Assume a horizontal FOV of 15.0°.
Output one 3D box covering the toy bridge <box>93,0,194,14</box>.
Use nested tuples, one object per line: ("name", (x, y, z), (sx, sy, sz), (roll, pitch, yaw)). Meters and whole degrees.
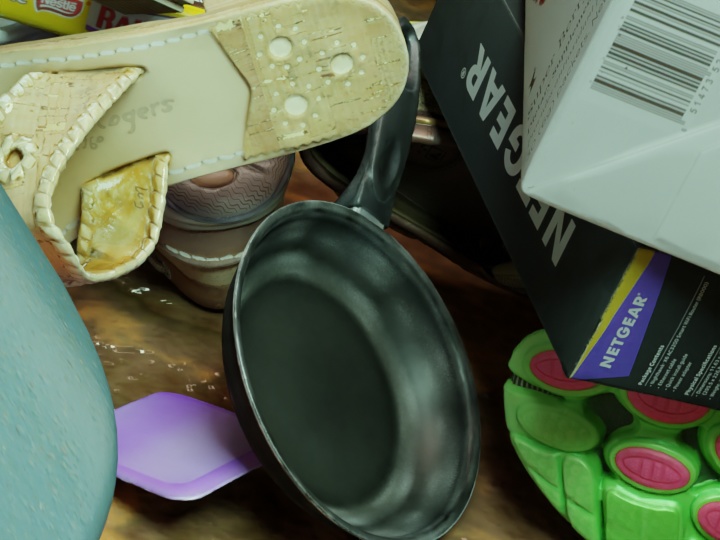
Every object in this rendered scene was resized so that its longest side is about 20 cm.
("toy bridge", (-0.117, -0.118, 0.807), (0.200, 0.027, 0.067), (20, -10, -41))

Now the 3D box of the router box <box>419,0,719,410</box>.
("router box", (0.118, -0.027, 0.897), (0.157, 0.052, 0.200), (12, 30, -23))

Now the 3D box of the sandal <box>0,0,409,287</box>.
("sandal", (-0.084, -0.031, 0.844), (0.212, 0.078, 0.070), (-21, 28, 4))

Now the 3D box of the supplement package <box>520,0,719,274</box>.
("supplement package", (0.125, -0.094, 0.830), (0.120, 0.121, 0.200), (21, 27, -7))

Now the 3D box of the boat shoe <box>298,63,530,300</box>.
("boat shoe", (0.068, -0.013, 0.962), (0.200, 0.072, 0.072), (30, 29, -5))

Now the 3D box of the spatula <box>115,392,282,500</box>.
("spatula", (-0.108, 0.022, 0.895), (0.200, 0.021, 0.057), (33, 38, 29))

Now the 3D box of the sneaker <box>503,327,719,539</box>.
("sneaker", (0.135, 0.061, 0.899), (0.200, 0.077, 0.084), (17, 23, -16))

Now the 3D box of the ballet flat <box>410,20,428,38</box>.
("ballet flat", (0.058, -0.062, 1.062), (0.067, 0.067, 0.200), (-18, 43, -38))

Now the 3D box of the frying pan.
("frying pan", (-0.011, -0.001, 0.875), (0.115, 0.031, 0.190), (11, 61, -49))

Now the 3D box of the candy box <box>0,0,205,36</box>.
("candy box", (-0.099, -0.112, 0.937), (0.200, 0.026, 0.102), (16, 27, -8))

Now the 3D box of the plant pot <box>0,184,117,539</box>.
("plant pot", (-0.171, 0.021, 0.651), (0.196, 0.196, 0.200), (59, 22, -9))

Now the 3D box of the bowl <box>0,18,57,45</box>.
("bowl", (-0.197, -0.092, 0.977), (0.201, 0.090, 0.201), (12, 31, -7))

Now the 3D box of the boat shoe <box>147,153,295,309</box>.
("boat shoe", (-0.066, -0.062, 1.005), (0.076, 0.072, 0.200), (-4, 38, -4))
